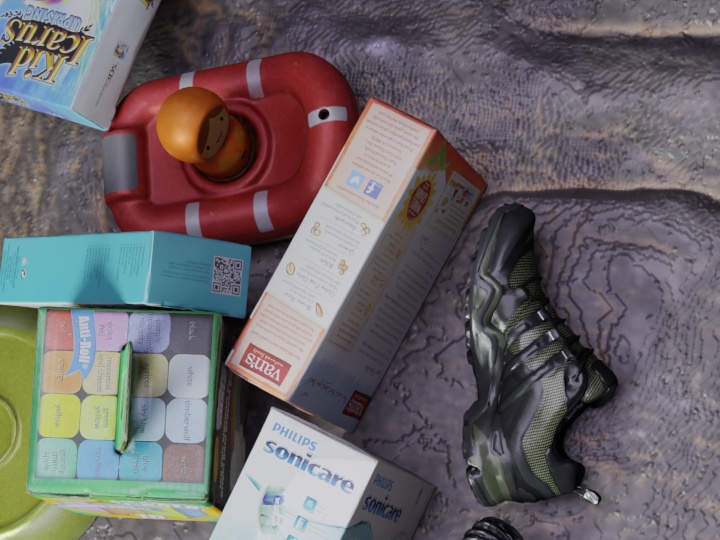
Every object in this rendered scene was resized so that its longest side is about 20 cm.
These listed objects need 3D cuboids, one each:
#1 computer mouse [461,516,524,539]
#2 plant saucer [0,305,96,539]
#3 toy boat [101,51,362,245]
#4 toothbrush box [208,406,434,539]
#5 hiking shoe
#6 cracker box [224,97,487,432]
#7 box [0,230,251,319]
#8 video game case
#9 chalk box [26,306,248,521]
[{"bbox_3d":[0.050,0.268,1.292,0.199,0.053,0.139,-37,86,-2],"label":"computer mouse"},{"bbox_3d":[-0.268,0.120,1.451,0.198,0.031,0.202,-4,76,18],"label":"plant saucer"},{"bbox_3d":[-0.098,-0.090,1.390,0.198,0.131,0.132,-10,74,16],"label":"toy boat"},{"bbox_3d":[-0.044,0.204,1.294,0.085,0.146,0.201,25,87,21],"label":"toothbrush box"},{"bbox_3d":[0.121,0.056,1.322,0.100,0.076,0.202,1,86,10],"label":"hiking shoe"},{"bbox_3d":[0.000,0.000,1.334,0.057,0.134,0.201,27,86,22],"label":"cracker box"},{"bbox_3d":[-0.165,0.004,1.365,0.199,0.082,0.050,-1,82,51],"label":"box"},{"bbox_3d":[-0.230,-0.212,1.479,0.199,0.045,0.183,17,83,39],"label":"video game case"},{"bbox_3d":[-0.148,0.094,1.314,0.123,0.200,0.126,2,77,5],"label":"chalk box"}]
